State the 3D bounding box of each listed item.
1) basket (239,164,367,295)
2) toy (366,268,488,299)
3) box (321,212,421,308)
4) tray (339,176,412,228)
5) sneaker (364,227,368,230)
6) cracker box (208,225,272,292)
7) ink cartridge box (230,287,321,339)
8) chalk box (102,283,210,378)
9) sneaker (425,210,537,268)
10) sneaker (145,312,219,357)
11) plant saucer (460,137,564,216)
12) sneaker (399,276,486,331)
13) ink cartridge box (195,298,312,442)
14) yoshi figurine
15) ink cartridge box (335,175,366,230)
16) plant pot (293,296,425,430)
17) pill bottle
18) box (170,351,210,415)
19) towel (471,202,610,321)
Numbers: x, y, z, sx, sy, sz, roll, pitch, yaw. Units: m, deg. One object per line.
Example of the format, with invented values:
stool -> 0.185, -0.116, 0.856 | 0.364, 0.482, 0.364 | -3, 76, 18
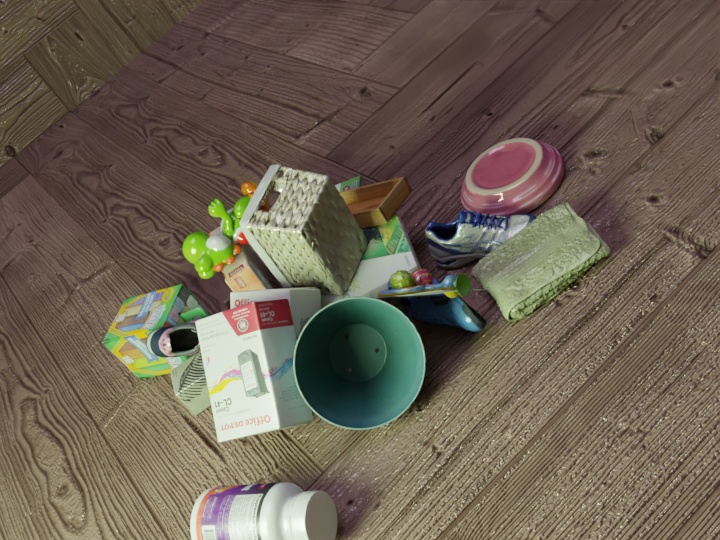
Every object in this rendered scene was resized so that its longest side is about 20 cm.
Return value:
basket -> -0.087, -0.062, 1.554 | 0.123, 0.200, 0.136 | 8, 59, 30
toy -> 0.087, 0.021, 1.459 | 0.199, 0.115, 0.048 | -2, 89, 45
box -> 0.000, 0.000, 1.607 | 0.199, 0.036, 0.145 | -28, 44, 8
tray -> -0.009, -0.112, 1.694 | 0.199, 0.037, 0.099 | -8, 33, 43
sneaker -> 0.027, -0.017, 1.695 | 0.078, 0.066, 0.201 | 15, 61, 24
cracker box -> -0.225, 0.005, 1.827 | 0.058, 0.134, 0.200 | -32, 34, 0
ink cartridge box -> -0.142, 0.130, 1.562 | 0.146, 0.083, 0.201 | -4, 87, 38
chalk box -> -0.376, 0.118, 1.830 | 0.199, 0.125, 0.124 | -13, 40, 30
sneaker -> 0.205, -0.065, 1.593 | 0.199, 0.088, 0.076 | -17, 36, 22
sneaker -> -0.292, 0.123, 1.736 | 0.199, 0.071, 0.082 | -16, 7, -34
plant saucer -> 0.269, -0.174, 1.701 | 0.200, 0.051, 0.201 | -23, 37, 18
sneaker -> 0.131, 0.067, 1.526 | 0.079, 0.066, 0.200 | -50, 35, -2
ink cartridge box -> -0.170, 0.158, 1.476 | 0.147, 0.085, 0.201 | -19, 79, 37
yoshi figurine -> -0.263, -0.077, 1.757 | 0.112, 0.112, 0.200 | -8, 40, 54
ink cartridge box -> -0.072, -0.084, 1.850 | 0.199, 0.084, 0.145 | -20, 37, 20
plant pot -> -0.003, 0.136, 1.465 | 0.200, 0.201, 0.135 | -34, 3, 1
pill bottle -> -0.137, 0.364, 1.348 | 0.199, 0.112, 0.112 | -11, 41, 30
box -> -0.244, 0.171, 1.705 | 0.200, 0.068, 0.082 | -35, 35, 1
towel -> 0.284, -0.017, 1.496 | 0.200, 0.037, 0.149 | -36, 42, 2
